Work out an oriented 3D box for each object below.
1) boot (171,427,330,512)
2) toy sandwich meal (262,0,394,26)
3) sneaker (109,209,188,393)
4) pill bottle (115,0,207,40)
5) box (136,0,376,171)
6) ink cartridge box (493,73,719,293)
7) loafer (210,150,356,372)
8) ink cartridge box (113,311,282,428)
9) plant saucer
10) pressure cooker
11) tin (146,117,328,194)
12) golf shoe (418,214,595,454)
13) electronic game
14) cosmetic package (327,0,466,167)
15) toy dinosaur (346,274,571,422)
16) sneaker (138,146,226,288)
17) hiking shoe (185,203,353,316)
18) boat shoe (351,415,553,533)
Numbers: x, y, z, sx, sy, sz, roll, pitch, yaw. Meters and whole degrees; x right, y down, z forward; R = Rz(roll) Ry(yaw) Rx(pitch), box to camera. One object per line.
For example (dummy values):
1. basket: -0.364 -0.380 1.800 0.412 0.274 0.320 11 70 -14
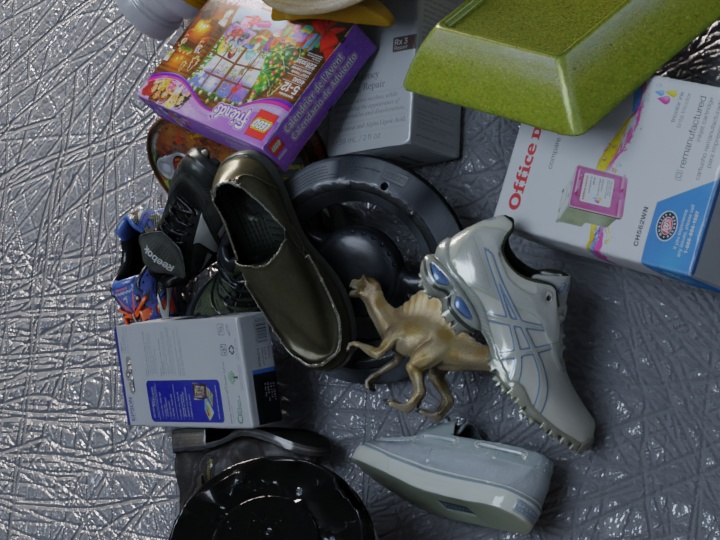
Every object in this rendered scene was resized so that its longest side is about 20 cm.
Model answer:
1. boot: -0.103 0.227 1.768 0.200 0.069 0.174 -5 81 45
2. toy sandwich meal: -0.010 -0.275 1.697 0.205 0.070 0.205 -17 47 19
3. sneaker: -0.204 0.034 1.886 0.075 0.078 0.200 -18 68 38
4. pill bottle: -0.147 -0.311 1.904 0.200 0.104 0.104 -41 56 27
5. box: -0.094 -0.175 1.749 0.200 0.039 0.137 25 76 47
6. ink cartridge box: 0.215 -0.075 1.539 0.200 0.085 0.145 16 90 44
7. loafer: -0.073 -0.001 1.655 0.075 0.070 0.200 -28 93 25
8. ink cartridge box: -0.148 0.090 1.783 0.200 0.039 0.100 -3 96 50
9. plant saucer: 0.157 -0.197 1.560 0.200 0.048 0.200 -40 38 -25
10. pressure cooker: -0.057 0.267 1.623 0.176 0.200 0.179 -42 59 -14
11. tin: -0.112 -0.103 1.828 0.200 0.042 0.112 -1 118 41
12. golf shoe: 0.135 0.048 1.545 0.097 0.078 0.200 -37 97 7
13. electronic game: 0.000 0.000 1.689 0.200 0.042 0.200 6 106 20
14. cosmetic package: 0.033 -0.192 1.737 0.102 0.074 0.200 -8 75 40
15. toy dinosaur: 0.060 0.068 1.612 0.200 0.058 0.101 24 94 21
16. sneaker: -0.156 -0.038 1.789 0.066 0.200 0.090 42 68 10
17. hiking shoe: -0.104 -0.006 1.791 0.200 0.101 0.076 -40 53 26
18. boat shoe: 0.078 0.159 1.623 0.201 0.070 0.072 10 62 47
